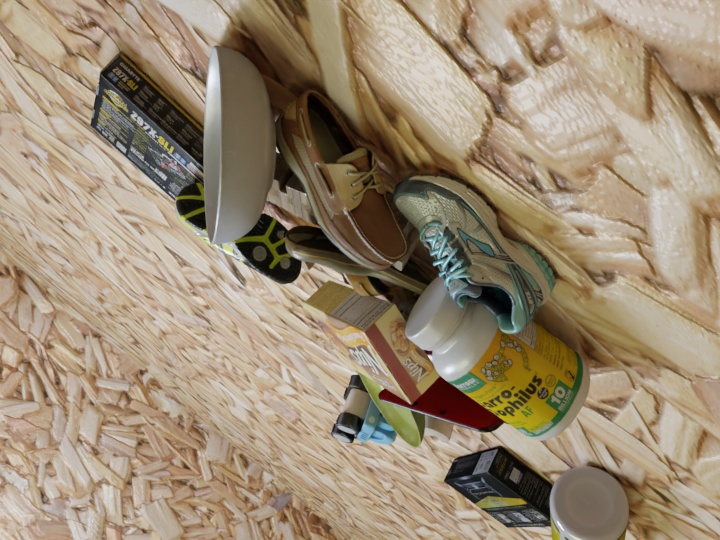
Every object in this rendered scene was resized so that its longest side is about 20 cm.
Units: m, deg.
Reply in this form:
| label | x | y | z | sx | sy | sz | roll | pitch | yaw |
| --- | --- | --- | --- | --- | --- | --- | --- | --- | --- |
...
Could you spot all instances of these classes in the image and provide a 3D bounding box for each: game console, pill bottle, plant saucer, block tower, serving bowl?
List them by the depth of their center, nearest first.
| label | x | y | z | sx | sy | sz | roll | pitch | yaw |
| --- | --- | --- | --- | --- | --- | --- | --- | --- | --- |
| serving bowl | -0.128 | -0.131 | 0.720 | 0.064 | 0.206 | 0.200 | -1 | 161 | -17 |
| pill bottle | 0.152 | 0.094 | 0.764 | 0.198 | 0.114 | 0.112 | 35 | 155 | -12 |
| block tower | -0.024 | -0.077 | 0.785 | 0.197 | 0.055 | 0.058 | 28 | 154 | 15 |
| game console | 0.154 | 0.202 | 0.952 | 0.197 | 0.120 | 0.174 | 8 | 143 | 44 |
| pill bottle | 0.348 | 0.392 | 1.033 | 0.110 | 0.113 | 0.202 | 19 | 150 | 29 |
| plant saucer | 0.049 | 0.193 | 1.100 | 0.201 | 0.031 | 0.201 | 53 | 162 | 24 |

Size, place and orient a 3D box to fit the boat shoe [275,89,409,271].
| label | x | y | z | sx | sy | sz | roll | pitch | yaw |
| --- | --- | --- | --- | --- | --- | --- | --- | --- | --- |
| boat shoe | -0.017 | -0.094 | 0.691 | 0.202 | 0.075 | 0.074 | 53 | 143 | 3 |

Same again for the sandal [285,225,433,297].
| label | x | y | z | sx | sy | sz | roll | pitch | yaw |
| --- | --- | --- | --- | --- | --- | --- | --- | --- | --- |
| sandal | 0.000 | 0.000 | 0.805 | 0.195 | 0.081 | 0.055 | 14 | 113 | -15 |

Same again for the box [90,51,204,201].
| label | x | y | z | sx | sy | sz | roll | pitch | yaw |
| --- | --- | --- | --- | --- | --- | --- | --- | --- | --- |
| box | -0.279 | -0.179 | 0.938 | 0.199 | 0.050 | 0.159 | 42 | 151 | -11 |

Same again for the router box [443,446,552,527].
| label | x | y | z | sx | sy | sz | roll | pitch | yaw |
| --- | --- | --- | --- | --- | --- | --- | --- | --- | --- |
| router box | 0.258 | 0.397 | 1.219 | 0.156 | 0.053 | 0.200 | 36 | 154 | -1 |

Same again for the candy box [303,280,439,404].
| label | x | y | z | sx | sy | sz | roll | pitch | yaw |
| --- | --- | --- | --- | --- | --- | --- | --- | --- | --- |
| candy box | 0.008 | 0.086 | 0.872 | 0.117 | 0.055 | 0.199 | 56 | 163 | -21 |

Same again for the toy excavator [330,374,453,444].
| label | x | y | z | sx | sy | sz | roll | pitch | yaw |
| --- | --- | --- | --- | --- | --- | --- | --- | --- | --- |
| toy excavator | 0.059 | 0.272 | 1.238 | 0.195 | 0.102 | 0.195 | 20 | 152 | 0 |

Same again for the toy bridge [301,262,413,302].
| label | x | y | z | sx | sy | sz | roll | pitch | yaw |
| --- | --- | --- | --- | --- | --- | --- | --- | --- | --- |
| toy bridge | -0.018 | -0.012 | 0.916 | 0.197 | 0.027 | 0.068 | 17 | 146 | 34 |

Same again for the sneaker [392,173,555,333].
| label | x | y | z | sx | sy | sz | roll | pitch | yaw |
| --- | --- | --- | --- | --- | --- | --- | --- | --- | --- |
| sneaker | 0.109 | -0.016 | 0.685 | 0.198 | 0.087 | 0.078 | 38 | 153 | -3 |

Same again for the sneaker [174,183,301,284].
| label | x | y | z | sx | sy | sz | roll | pitch | yaw |
| --- | --- | --- | --- | --- | --- | --- | --- | --- | --- |
| sneaker | -0.167 | -0.051 | 0.939 | 0.198 | 0.076 | 0.076 | 36 | 163 | -15 |

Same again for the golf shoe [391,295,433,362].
| label | x | y | z | sx | sy | sz | roll | pitch | yaw |
| --- | --- | --- | --- | --- | --- | --- | --- | --- | --- |
| golf shoe | 0.076 | 0.076 | 0.894 | 0.092 | 0.073 | 0.198 | 49 | 152 | -22 |
